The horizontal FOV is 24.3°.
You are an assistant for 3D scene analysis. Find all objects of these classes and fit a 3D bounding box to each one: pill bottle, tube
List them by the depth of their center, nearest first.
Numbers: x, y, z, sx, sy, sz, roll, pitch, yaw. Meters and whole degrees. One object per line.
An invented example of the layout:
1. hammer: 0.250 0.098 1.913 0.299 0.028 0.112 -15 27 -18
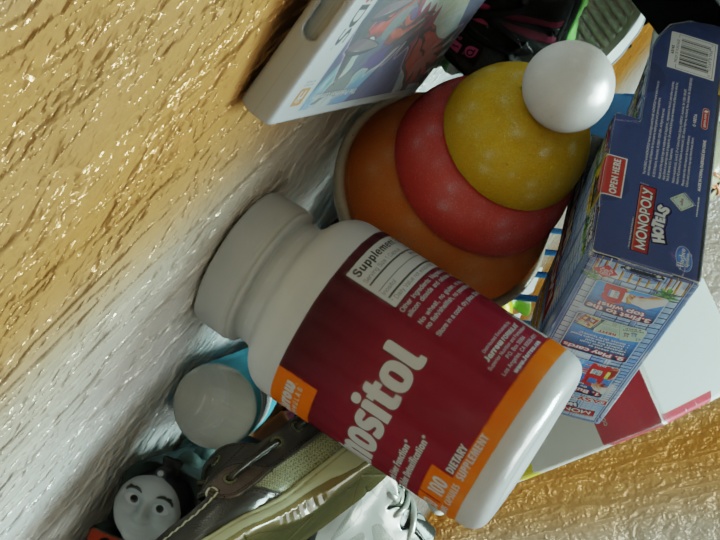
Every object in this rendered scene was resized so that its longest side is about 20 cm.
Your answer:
1. pill bottle: 0.012 0.045 0.927 0.113 0.200 0.113 -54 168 -17
2. tube: -0.070 0.076 1.072 0.078 0.050 0.200 -55 174 6

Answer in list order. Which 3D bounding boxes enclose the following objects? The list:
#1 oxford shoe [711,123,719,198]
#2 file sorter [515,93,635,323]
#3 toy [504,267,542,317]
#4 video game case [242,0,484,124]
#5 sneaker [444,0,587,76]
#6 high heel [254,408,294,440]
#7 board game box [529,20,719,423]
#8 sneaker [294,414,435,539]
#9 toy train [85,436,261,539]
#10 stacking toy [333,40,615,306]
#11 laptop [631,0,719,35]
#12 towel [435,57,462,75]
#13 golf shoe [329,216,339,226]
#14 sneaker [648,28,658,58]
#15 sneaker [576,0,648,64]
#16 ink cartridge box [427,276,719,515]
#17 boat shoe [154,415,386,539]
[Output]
1. oxford shoe: 0.248 -0.076 1.248 0.071 0.074 0.201 25 75 -66
2. file sorter: 0.134 -0.051 1.258 0.200 0.138 0.123 -40 131 -57
3. toy: 0.039 0.041 1.328 0.199 0.047 0.115 -15 154 -17
4. video game case: 0.038 -0.157 0.854 0.182 0.023 0.200 -52 169 23
5. sneaker: 0.089 -0.158 1.013 0.084 0.077 0.200 -36 148 -17
6. high heel: 0.012 0.084 1.274 0.200 0.068 0.096 -29 173 25
7. board game box: 0.146 -0.013 0.975 0.200 0.062 0.200 107 0 -49
8. sneaker: 0.010 0.132 1.130 0.201 0.115 0.076 -62 -156 17
9. toy train: -0.112 0.160 1.040 0.200 0.085 0.114 2 107 -75
10. stacking toy: 0.085 -0.069 0.952 0.146 0.146 0.200 -51 -173 -32
11. laptop: 0.214 -0.202 1.044 0.103 0.177 0.200 -15 -140 42
12. towel: 0.117 -0.212 1.151 0.153 0.023 0.200 -63 168 24
13. golf shoe: 0.000 0.000 1.135 0.094 0.078 0.200 -37 163 -10
14. sneaker: 0.251 -0.193 1.191 0.093 0.070 0.200 28 77 -78
15. sneaker: 0.174 -0.194 1.196 0.200 0.078 0.079 -58 164 -22
16. ink cartridge box: 0.142 0.086 1.156 0.200 0.084 0.145 -28 173 35
17. boat shoe: -0.062 0.129 0.953 0.201 0.066 0.072 -30 153 -30
